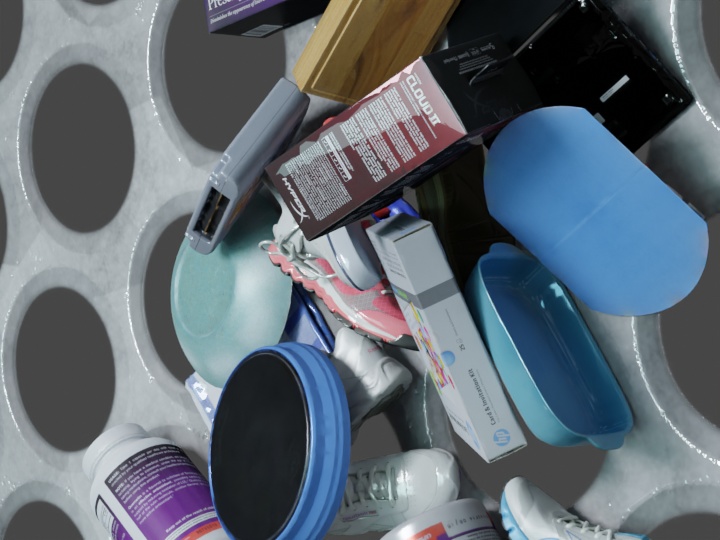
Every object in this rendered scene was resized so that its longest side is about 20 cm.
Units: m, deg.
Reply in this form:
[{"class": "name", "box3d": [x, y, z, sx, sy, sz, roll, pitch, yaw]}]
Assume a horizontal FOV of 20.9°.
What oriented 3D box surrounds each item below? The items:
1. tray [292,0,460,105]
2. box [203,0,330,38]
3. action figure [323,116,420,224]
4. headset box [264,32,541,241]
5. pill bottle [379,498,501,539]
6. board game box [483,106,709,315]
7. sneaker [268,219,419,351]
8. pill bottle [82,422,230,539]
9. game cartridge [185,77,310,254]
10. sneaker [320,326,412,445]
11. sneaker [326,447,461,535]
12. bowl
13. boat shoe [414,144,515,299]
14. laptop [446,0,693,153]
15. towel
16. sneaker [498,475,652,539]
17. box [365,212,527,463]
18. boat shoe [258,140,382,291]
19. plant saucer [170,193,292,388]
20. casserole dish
[{"class": "tray", "box3d": [0.029, -0.233, 1.719, 0.200, 0.098, 0.037, -58, 35, 31]}, {"class": "box", "box3d": [-0.065, -0.314, 1.830, 0.200, 0.079, 0.142, -16, 79, 45]}, {"class": "action figure", "box3d": [0.039, -0.061, 1.761, 0.065, 0.099, 0.200, -35, 91, 38]}, {"class": "headset box", "box3d": [0.044, -0.115, 1.591, 0.200, 0.149, 0.075, -33, 87, 33]}, {"class": "pill bottle", "box3d": [0.098, 0.309, 1.684, 0.111, 0.111, 0.200, -44, 63, 38]}, {"class": "board game box", "box3d": [0.196, -0.054, 1.584, 0.200, 0.039, 0.158, 43, 140, 0]}, {"class": "sneaker", "box3d": [0.000, 0.000, 1.791, 0.200, 0.074, 0.087, 38, 102, 31]}, {"class": "pill bottle", "box3d": [-0.199, 0.248, 1.979, 0.200, 0.112, 0.113, 47, 124, 33]}, {"class": "game cartridge", "box3d": [-0.103, -0.099, 1.816, 0.042, 0.133, 0.200, 39, 158, 2]}, {"class": "sneaker", "box3d": [-0.041, 0.123, 1.830, 0.200, 0.078, 0.099, -44, 73, 28]}, {"class": "sneaker", "box3d": [0.007, 0.209, 1.777, 0.200, 0.099, 0.075, -22, 70, 43]}, {"class": "bowl", "box3d": [-0.079, 0.164, 1.779, 0.200, 0.039, 0.201, -18, 68, 55]}, {"class": "boat shoe", "box3d": [0.080, -0.056, 1.709, 0.063, 0.073, 0.201, -36, 66, 55]}, {"class": "laptop", "box3d": [0.171, -0.181, 1.648, 0.200, 0.103, 0.177, 47, 129, 1]}, {"class": "towel", "box3d": [-0.093, 0.110, 1.926, 0.200, 0.024, 0.147, -49, 61, 36]}, {"class": "sneaker", "box3d": [0.199, 0.235, 1.616, 0.200, 0.075, 0.087, 48, 117, 23]}, {"class": "box", "box3d": [0.070, 0.052, 1.643, 0.200, 0.041, 0.156, 65, 175, -8]}, {"class": "boat shoe", "box3d": [-0.049, -0.035, 1.754, 0.086, 0.075, 0.202, -36, 44, 7]}, {"class": "plant saucer", "box3d": [-0.141, 0.016, 1.931, 0.201, 0.039, 0.202, -12, 74, 50]}, {"class": "casserole dish", "box3d": [0.150, 0.069, 1.605, 0.039, 0.121, 0.200, -42, 64, 32]}]
